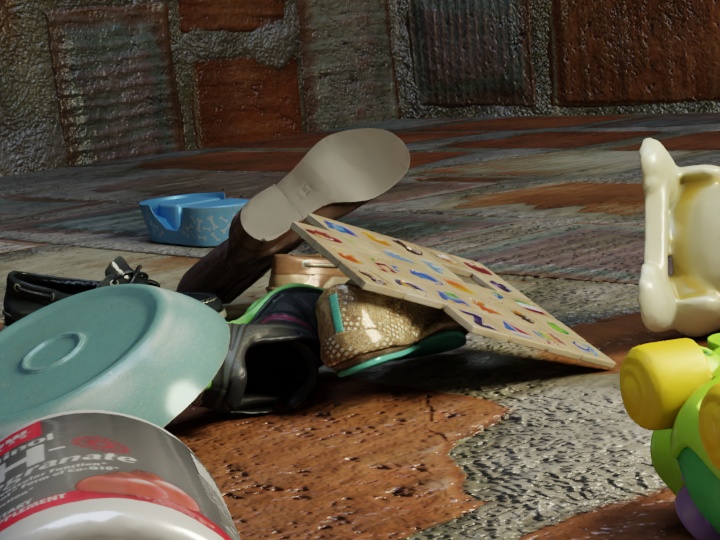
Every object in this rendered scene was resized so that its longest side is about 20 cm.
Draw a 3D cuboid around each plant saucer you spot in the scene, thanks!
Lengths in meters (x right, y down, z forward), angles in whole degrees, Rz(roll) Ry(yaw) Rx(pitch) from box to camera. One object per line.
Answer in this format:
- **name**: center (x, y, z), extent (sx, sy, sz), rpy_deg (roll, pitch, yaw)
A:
- **plant saucer**: center (-0.175, 0.061, 0.936), extent (0.200, 0.036, 0.200), rpy_deg (-19, 24, 9)

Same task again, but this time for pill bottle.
- **pill bottle**: center (-0.096, 0.112, 0.567), extent (0.111, 0.111, 0.200), rpy_deg (-7, 9, -11)

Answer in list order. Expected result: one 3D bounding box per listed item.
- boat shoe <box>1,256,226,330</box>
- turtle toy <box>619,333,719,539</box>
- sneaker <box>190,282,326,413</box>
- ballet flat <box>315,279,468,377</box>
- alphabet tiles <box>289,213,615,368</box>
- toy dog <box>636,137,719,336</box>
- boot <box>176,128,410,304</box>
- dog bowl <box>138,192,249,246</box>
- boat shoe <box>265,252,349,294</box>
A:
- **boat shoe**: center (-0.213, 0.021, 1.351), extent (0.199, 0.066, 0.075), rpy_deg (-2, 9, 17)
- **turtle toy**: center (0.186, 0.075, 0.672), extent (0.146, 0.101, 0.200), rpy_deg (-7, 9, -14)
- **sneaker**: center (-0.057, 0.061, 1.054), extent (0.084, 0.077, 0.200), rpy_deg (25, 22, 25)
- **ballet flat**: center (0.024, 0.029, 1.073), extent (0.070, 0.065, 0.200), rpy_deg (-20, -6, 17)
- **alphabet tiles**: center (0.054, 0.010, 1.071), extent (0.200, 0.008, 0.167), rpy_deg (15, 16, -37)
- **toy dog**: center (0.311, -0.008, 1.125), extent (0.200, 0.140, 0.194), rpy_deg (-3, -27, 23)
- **boot**: center (-0.064, -0.039, 1.389), extent (0.186, 0.064, 0.200), rpy_deg (-27, -10, -28)
- **dog bowl**: center (-0.187, -0.062, 1.922), extent (0.111, 0.050, 0.200), rpy_deg (-12, 11, -38)
- **boat shoe**: center (0.000, 0.000, 1.348), extent (0.076, 0.072, 0.200), rpy_deg (3, 12, 41)
